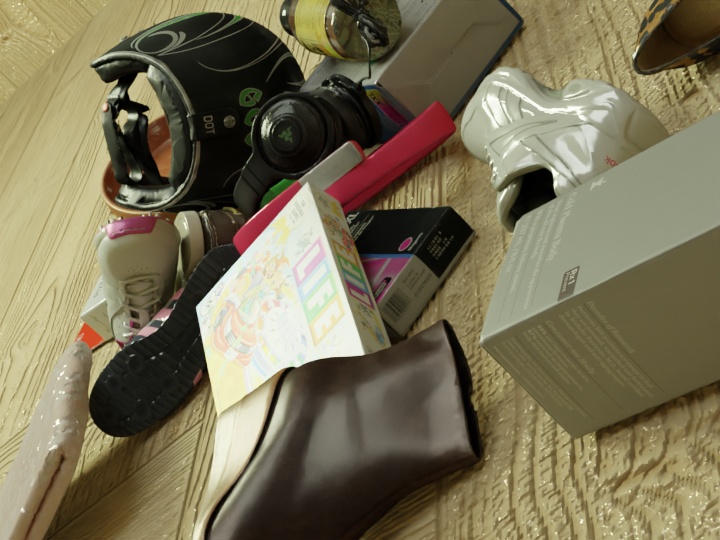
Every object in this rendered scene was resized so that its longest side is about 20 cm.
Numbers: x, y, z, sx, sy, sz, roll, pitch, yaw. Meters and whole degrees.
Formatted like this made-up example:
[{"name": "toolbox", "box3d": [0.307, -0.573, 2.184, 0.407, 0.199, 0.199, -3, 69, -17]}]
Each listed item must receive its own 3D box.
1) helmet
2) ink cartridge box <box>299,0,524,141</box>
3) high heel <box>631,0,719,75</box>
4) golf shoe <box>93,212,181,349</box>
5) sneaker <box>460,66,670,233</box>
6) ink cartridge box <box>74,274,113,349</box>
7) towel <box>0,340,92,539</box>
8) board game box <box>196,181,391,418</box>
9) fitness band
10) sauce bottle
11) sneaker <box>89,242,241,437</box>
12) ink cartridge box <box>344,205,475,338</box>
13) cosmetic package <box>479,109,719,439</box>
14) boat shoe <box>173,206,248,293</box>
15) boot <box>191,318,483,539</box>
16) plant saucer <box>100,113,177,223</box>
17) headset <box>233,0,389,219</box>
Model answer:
[{"name": "helmet", "box3d": [-0.140, -0.146, 1.375, 0.199, 0.202, 0.190, -26, -2, 42]}, {"name": "ink cartridge box", "box3d": [0.034, -0.184, 1.297, 0.137, 0.076, 0.199, -52, 23, -13]}, {"name": "high heel", "box3d": [0.240, -0.177, 0.886, 0.143, 0.071, 0.200, -44, 4, -11]}, {"name": "golf shoe", "box3d": [-0.184, 0.018, 1.274, 0.200, 0.074, 0.093, 101, 159, -68]}, {"name": "sneaker", "box3d": [0.108, -0.072, 0.966, 0.100, 0.078, 0.200, -54, 21, -9]}, {"name": "ink cartridge box", "box3d": [-0.243, -0.007, 1.559, 0.173, 0.044, 0.201, -29, 27, 35]}, {"name": "towel", "box3d": [-0.266, 0.177, 1.219, 0.193, 0.032, 0.200, -64, 16, 15]}, {"name": "board game box", "box3d": [-0.048, 0.048, 1.021, 0.135, 0.034, 0.201, -46, 34, 19]}, {"name": "fitness band", "box3d": [-0.012, -0.064, 1.159, 0.199, 0.038, 0.143, -35, -3, 25]}, {"name": "sauce bottle", "box3d": [-0.024, -0.215, 1.273, 0.065, 0.065, 0.200, -48, 20, -3]}, {"name": "sneaker", "box3d": [-0.145, 0.059, 1.252, 0.200, 0.070, 0.082, -45, -3, 11]}, {"name": "ink cartridge box", "box3d": [0.000, 0.000, 1.100, 0.095, 0.037, 0.199, -54, 20, -17]}, {"name": "cosmetic package", "box3d": [0.164, -0.008, 0.729, 0.199, 0.090, 0.107, -33, 22, 39]}, {"name": "boat shoe", "box3d": [-0.142, -0.017, 1.351, 0.059, 0.073, 0.200, -8, -7, -15]}, {"name": "boot", "box3d": [-0.011, 0.129, 0.845, 0.165, 0.072, 0.202, -21, 48, 20]}, {"name": "plant saucer", "box3d": [-0.171, -0.111, 1.533, 0.198, 0.033, 0.201, -16, 35, 12]}, {"name": "headset", "box3d": [-0.039, -0.124, 1.170, 0.123, 0.094, 0.200, -30, -17, -52]}]
